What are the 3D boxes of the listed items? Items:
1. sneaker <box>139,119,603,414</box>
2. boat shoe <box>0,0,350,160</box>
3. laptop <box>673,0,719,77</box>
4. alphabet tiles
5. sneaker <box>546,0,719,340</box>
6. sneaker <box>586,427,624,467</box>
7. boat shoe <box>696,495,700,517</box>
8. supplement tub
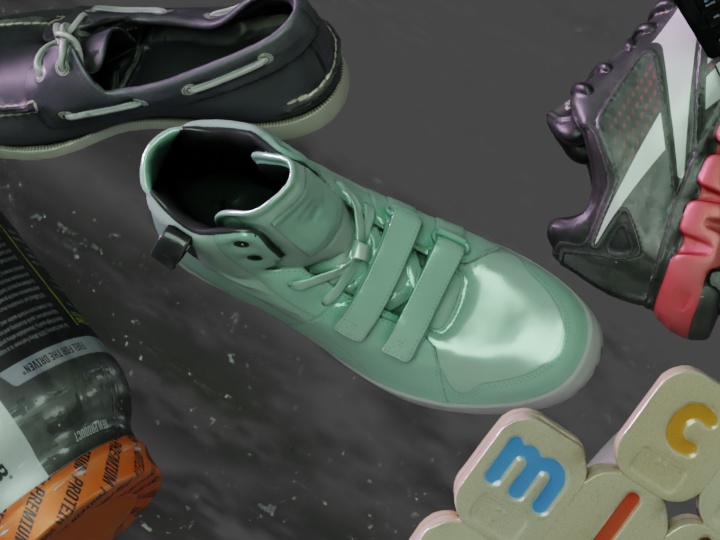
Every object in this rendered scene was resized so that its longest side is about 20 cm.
[{"bbox_3d":[0.000,0.000,1.182,0.199,0.118,0.074,21,82,10],"label":"sneaker"},{"bbox_3d":[-0.106,-0.093,1.230,0.199,0.063,0.073,0,58,13],"label":"boat shoe"},{"bbox_3d":[0.210,-0.108,1.091,0.177,0.200,0.104,-28,45,11],"label":"laptop"},{"bbox_3d":[0.110,0.139,1.134,0.199,0.015,0.196,32,102,-15],"label":"alphabet tiles"},{"bbox_3d":[0.130,-0.078,1.198,0.097,0.071,0.202,16,84,9],"label":"sneaker"},{"bbox_3d":[0.043,0.122,1.176,0.085,0.073,0.200,43,90,11],"label":"sneaker"},{"bbox_3d":[0.234,0.112,1.165,0.199,0.057,0.067,16,119,15],"label":"boat shoe"},{"bbox_3d":[-0.177,0.036,1.201,0.122,0.123,0.200,-40,76,0],"label":"supplement tub"}]
